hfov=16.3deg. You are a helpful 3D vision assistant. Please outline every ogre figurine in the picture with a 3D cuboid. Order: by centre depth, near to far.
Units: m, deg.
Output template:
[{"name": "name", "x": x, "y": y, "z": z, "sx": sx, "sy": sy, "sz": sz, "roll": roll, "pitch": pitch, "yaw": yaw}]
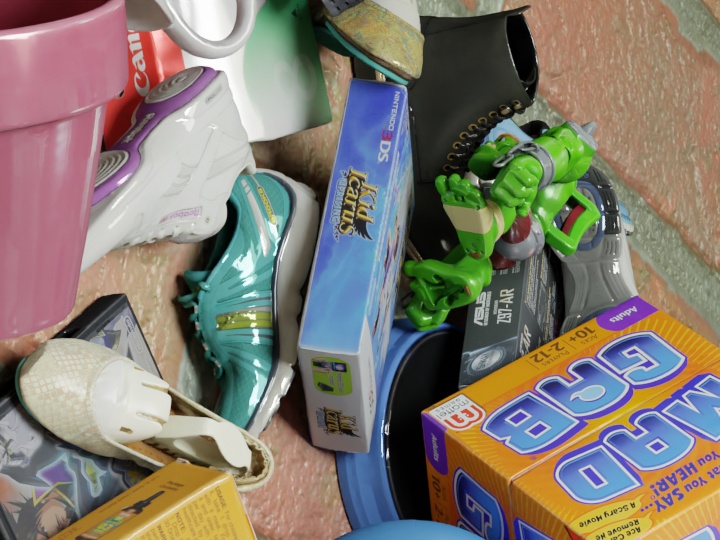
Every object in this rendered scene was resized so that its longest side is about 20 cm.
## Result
[{"name": "ogre figurine", "x": 0.102, "y": -0.037, "z": 1.769, "sx": 0.120, "sy": 0.098, "sz": 0.200, "roll": -36, "pitch": 147, "yaw": -36}]

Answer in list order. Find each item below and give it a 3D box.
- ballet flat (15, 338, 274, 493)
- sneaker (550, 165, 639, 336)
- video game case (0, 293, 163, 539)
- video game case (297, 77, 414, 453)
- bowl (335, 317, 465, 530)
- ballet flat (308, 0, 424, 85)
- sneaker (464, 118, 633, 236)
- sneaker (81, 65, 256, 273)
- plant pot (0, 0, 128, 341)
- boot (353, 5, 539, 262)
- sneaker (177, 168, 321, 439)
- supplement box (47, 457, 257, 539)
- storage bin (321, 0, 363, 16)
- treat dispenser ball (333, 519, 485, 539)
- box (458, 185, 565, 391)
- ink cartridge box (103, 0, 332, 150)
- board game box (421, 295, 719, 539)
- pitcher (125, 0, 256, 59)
[{"name": "ballet flat", "x": -0.125, "y": 0.089, "z": 1.540, "sx": 0.200, "sy": 0.062, "sz": 0.068, "roll": 31, "pitch": 58, "yaw": -47}, {"name": "sneaker", "x": 0.185, "y": 0.020, "z": 1.904, "sx": 0.087, "sy": 0.074, "sz": 0.200, "roll": 11, "pitch": 73, "yaw": -76}, {"name": "video game case", "x": -0.163, "y": 0.144, "z": 1.551, "sx": 0.181, "sy": 0.025, "sz": 0.200, "roll": -45, "pitch": 120, "yaw": -48}, {"name": "video game case", "x": 0.000, "y": 0.000, "z": 1.717, "sx": 0.181, "sy": 0.045, "sz": 0.200, "roll": 87, "pitch": 13, "yaw": -66}, {"name": "bowl", "x": 0.055, "y": 0.133, "z": 1.852, "sx": 0.201, "sy": 0.039, "sz": 0.201, "roll": 13, "pitch": 74, "yaw": -54}, {"name": "ballet flat", "x": 0.007, "y": -0.174, "z": 1.721, "sx": 0.071, "sy": 0.200, "sz": 0.071, "roll": -3, "pitch": 102, "yaw": -13}, {"name": "sneaker", "x": 0.155, "y": -0.075, "z": 1.999, "sx": 0.200, "sy": 0.078, "sz": 0.090, "roll": 24, "pitch": 62, "yaw": -51}, {"name": "sneaker", "x": -0.129, "y": -0.043, "z": 1.575, "sx": 0.200, "sy": 0.075, "sz": 0.100, "roll": -47, "pitch": 123, "yaw": -37}, {"name": "plant pot", "x": -0.224, "y": -0.063, "z": 1.377, "sx": 0.200, "sy": 0.200, "sz": 0.179, "roll": -28, "pitch": 122, "yaw": -53}, {"name": "boot", "x": 0.079, "y": -0.092, "z": 1.838, "sx": 0.077, "sy": 0.138, "sz": 0.200, "roll": -35, "pitch": 115, "yaw": -53}, {"name": "sneaker", "x": -0.085, "y": 0.030, "z": 1.661, "sx": 0.080, "sy": 0.077, "sz": 0.200, "roll": 13, "pitch": 76, "yaw": -23}, {"name": "supplement box", "x": -0.156, "y": 0.187, "z": 1.465, "sx": 0.200, "sy": 0.067, "sz": 0.069, "roll": -34, "pitch": 113, "yaw": -29}, {"name": "storage bin", "x": -0.015, "y": -0.276, "z": 1.693, "sx": 0.135, "sy": 0.094, "sz": 0.200, "roll": 58, "pitch": 9, "yaw": -26}, {"name": "treat dispenser ball", "x": 0.032, "y": 0.265, "z": 1.656, "sx": 0.201, "sy": 0.201, "sz": 0.201, "roll": 13, "pitch": 73, "yaw": -53}, {"name": "box", "x": 0.127, "y": 0.058, "z": 1.891, "sx": 0.160, "sy": 0.043, "sz": 0.200, "roll": 63, "pitch": 27, "yaw": -44}, {"name": "ink cartridge box", "x": -0.104, "y": -0.159, "z": 1.670, "sx": 0.200, "sy": 0.050, "sz": 0.161, "roll": -21, "pitch": 101, "yaw": -56}, {"name": "board game box", "x": 0.186, "y": 0.178, "z": 1.751, "sx": 0.200, "sy": 0.200, "sz": 0.200, "roll": -27, "pitch": 130, "yaw": -26}, {"name": "pitcher", "x": -0.129, "y": -0.242, "z": 1.574, "sx": 0.171, "sy": 0.121, "sz": 0.200, "roll": 19, "pitch": 72, "yaw": -34}]
